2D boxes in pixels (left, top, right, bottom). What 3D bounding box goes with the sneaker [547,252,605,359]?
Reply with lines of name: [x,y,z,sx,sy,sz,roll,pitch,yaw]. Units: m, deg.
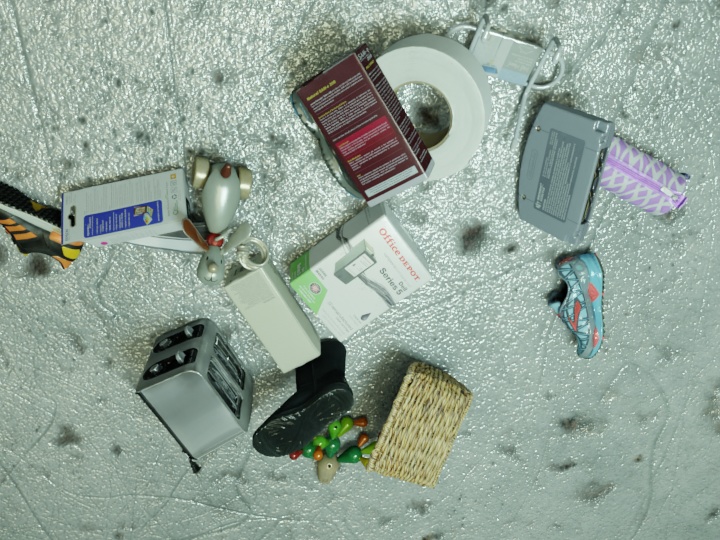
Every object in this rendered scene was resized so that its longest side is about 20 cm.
sneaker: [0.387,0.066,1.135,0.094,0.079,0.203,-5,107,9]

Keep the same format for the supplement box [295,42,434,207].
supplement box: [0.010,-0.205,0.898,0.108,0.061,0.201,-22,113,30]

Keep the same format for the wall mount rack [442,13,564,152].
wall mount rack: [0.210,-0.285,0.952,0.197,0.075,0.175,13,132,-8]

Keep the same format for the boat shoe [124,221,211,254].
boat shoe: [-0.325,-0.069,1.022,0.197,0.070,0.067,8,86,5]

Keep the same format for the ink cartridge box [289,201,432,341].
ink cartridge box: [0.000,0.000,1.062,0.199,0.084,0.146,-35,112,12]

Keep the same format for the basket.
basket: [0.087,0.270,1.152,0.148,0.143,0.202,21,95,-20]

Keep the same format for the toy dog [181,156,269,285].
toy dog: [-0.213,-0.087,0.962,0.130,0.096,0.203,-15,88,-20]

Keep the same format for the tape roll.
tape roll: [0.092,-0.237,0.926,0.200,0.071,0.205,10,125,15]

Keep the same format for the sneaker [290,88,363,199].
sneaker: [-0.028,-0.204,0.972,0.081,0.073,0.201,-28,114,8]

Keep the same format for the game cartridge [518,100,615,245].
game cartridge: [0.315,-0.156,0.987,0.040,0.133,0.202,-22,131,-35]

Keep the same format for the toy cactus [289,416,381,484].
toy cactus: [-0.054,0.365,1.233,0.197,0.103,0.167,1,126,-15]

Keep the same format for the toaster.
toaster: [-0.278,0.209,1.087,0.118,0.181,0.201,-26,113,7]

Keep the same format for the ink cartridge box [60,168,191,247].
ink cartridge box: [-0.369,-0.095,0.985,0.197,0.096,0.037,-11,157,-3]

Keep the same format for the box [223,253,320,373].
box: [-0.151,0.075,1.096,0.081,0.069,0.201,-25,114,8]

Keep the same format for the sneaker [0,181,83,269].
sneaker: [-0.546,-0.069,1.000,0.198,0.070,0.091,26,108,-17]

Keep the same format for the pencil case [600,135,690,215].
pencil case: [0.435,-0.159,1.018,0.198,0.086,0.084,23,116,-13]

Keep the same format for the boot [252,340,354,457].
boot: [-0.102,0.222,1.111,0.199,0.168,0.077,-34,113,7]
